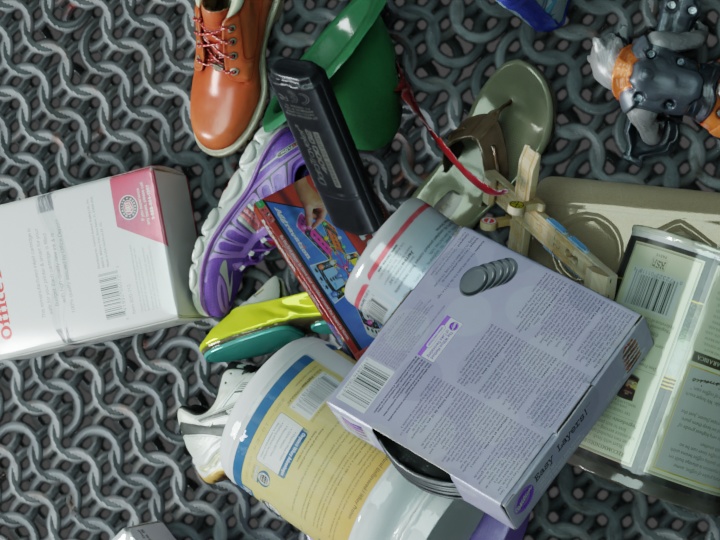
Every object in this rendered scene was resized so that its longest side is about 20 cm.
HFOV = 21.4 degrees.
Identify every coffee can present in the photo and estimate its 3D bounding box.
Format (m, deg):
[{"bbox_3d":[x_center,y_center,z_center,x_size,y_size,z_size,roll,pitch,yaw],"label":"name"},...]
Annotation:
[{"bbox_3d":[0.256,0.080,1.542,0.146,0.146,0.200,20,90,19],"label":"coffee can"}]

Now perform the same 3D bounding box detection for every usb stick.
[{"bbox_3d":[-0.027,-0.102,1.613,0.055,0.200,0.033,16,58,31],"label":"usb stick"}]

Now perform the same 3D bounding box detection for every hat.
[{"bbox_3d":[0.028,-0.131,1.696,0.176,0.200,0.166,39,125,-14],"label":"hat"}]

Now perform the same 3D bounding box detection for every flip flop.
[{"bbox_3d":[0.101,-0.097,1.688,0.081,0.058,0.200,42,102,16],"label":"flip flop"}]

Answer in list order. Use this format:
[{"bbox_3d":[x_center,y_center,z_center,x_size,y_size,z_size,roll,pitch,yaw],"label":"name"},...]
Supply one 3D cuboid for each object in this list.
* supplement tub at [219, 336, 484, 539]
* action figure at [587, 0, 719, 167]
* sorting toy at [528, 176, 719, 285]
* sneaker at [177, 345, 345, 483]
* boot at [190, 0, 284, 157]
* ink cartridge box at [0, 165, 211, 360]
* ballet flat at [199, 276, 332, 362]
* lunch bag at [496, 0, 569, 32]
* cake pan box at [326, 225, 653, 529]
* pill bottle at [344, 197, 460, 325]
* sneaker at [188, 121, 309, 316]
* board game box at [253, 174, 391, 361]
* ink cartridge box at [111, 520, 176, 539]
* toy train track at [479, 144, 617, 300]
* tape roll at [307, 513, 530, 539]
[{"bbox_3d":[-0.002,0.163,1.587,0.200,0.145,0.145,33,99,21],"label":"supplement tub"},{"bbox_3d":[0.288,-0.182,1.604,0.193,0.105,0.200,8,93,10],"label":"action figure"},{"bbox_3d":[0.233,0.024,1.653,0.185,0.036,0.200,7,86,19],"label":"sorting toy"},{"bbox_3d":[-0.085,0.112,1.738,0.200,0.076,0.088,-34,78,15],"label":"sneaker"},{"bbox_3d":[-0.128,-0.205,1.748,0.075,0.107,0.200,12,94,18],"label":"boot"},{"bbox_3d":[-0.257,-0.005,1.797,0.200,0.083,0.147,-13,84,18],"label":"ink cartridge box"},{"bbox_3d":[-0.054,0.033,1.740,0.200,0.067,0.067,-13,70,13],"label":"ballet flat"},{"bbox_3d":[0.125,-0.311,1.627,0.127,0.170,0.200,-13,83,19],"label":"lunch bag"},{"bbox_3d":[0.098,0.082,1.482,0.184,0.052,0.200,26,70,35],"label":"cake pan box"},{"bbox_3d":[0.094,0.035,1.616,0.200,0.109,0.109,36,100,8],"label":"pill bottle"},{"bbox_3d":[-0.092,-0.042,1.746,0.083,0.081,0.200,29,97,12],"label":"sneaker"},{"bbox_3d":[0.000,0.000,1.688,0.103,0.019,0.200,-28,74,-19],"label":"board game box"},{"bbox_3d":[-0.225,0.353,1.775,0.200,0.084,0.146,-44,76,13],"label":"ink cartridge box"},{"bbox_3d":[0.147,-0.030,1.584,0.200,0.033,0.115,46,139,50],"label":"toy train track"},{"bbox_3d":[0.048,0.192,1.677,0.200,0.066,0.200,-3,78,16],"label":"tape roll"}]
